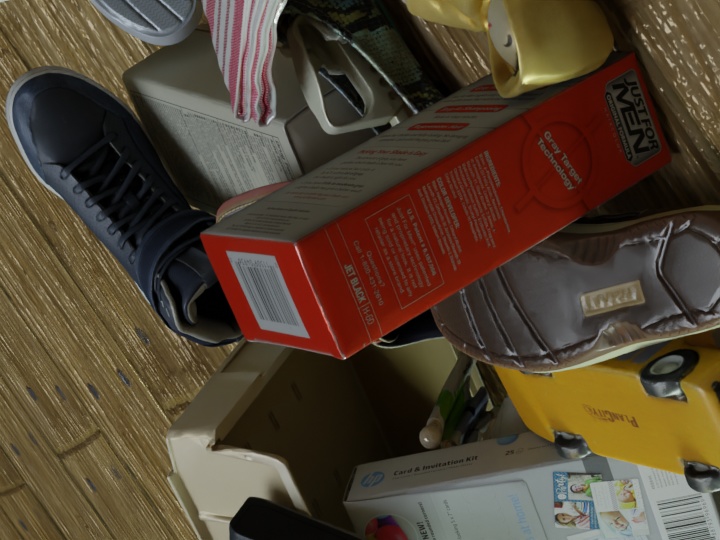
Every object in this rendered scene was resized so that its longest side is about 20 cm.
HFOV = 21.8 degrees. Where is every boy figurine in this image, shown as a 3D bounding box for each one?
[{"bbox_3d":[0.038,-0.157,0.885,0.200,0.064,0.124,51,154,16],"label":"boy figurine"}]

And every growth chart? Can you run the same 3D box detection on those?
[{"bbox_3d":[0.087,0.145,1.146,0.018,0.145,0.200,-16,112,21],"label":"growth chart"}]

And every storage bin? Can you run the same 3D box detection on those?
[{"bbox_3d":[-0.005,0.120,1.142,0.094,0.200,0.199,-4,122,34],"label":"storage bin"}]

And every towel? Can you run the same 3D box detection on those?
[{"bbox_3d":[-0.071,-0.196,1.001,0.146,0.030,0.200,104,153,-58],"label":"towel"}]

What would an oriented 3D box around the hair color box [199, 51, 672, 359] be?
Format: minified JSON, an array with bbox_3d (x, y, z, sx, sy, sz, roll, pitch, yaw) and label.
[{"bbox_3d":[0.036,-0.034,0.873,0.101,0.200,0.061,7,124,60],"label":"hair color box"}]

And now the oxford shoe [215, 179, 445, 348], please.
[{"bbox_3d":[0.000,0.000,1.014,0.200,0.075,0.070,6,154,30],"label":"oxford shoe"}]

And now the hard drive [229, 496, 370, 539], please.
[{"bbox_3d":[-0.009,0.230,1.065,0.139,0.033,0.200,19,132,18],"label":"hard drive"}]

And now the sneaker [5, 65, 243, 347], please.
[{"bbox_3d":[-0.131,-0.037,1.149,0.202,0.077,0.146,52,172,-23],"label":"sneaker"}]

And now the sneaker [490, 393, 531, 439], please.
[{"bbox_3d":[0.145,0.152,1.107,0.099,0.078,0.200,-8,112,40],"label":"sneaker"}]

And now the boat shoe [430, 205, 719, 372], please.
[{"bbox_3d":[0.123,0.007,0.895,0.202,0.075,0.075,-4,98,48],"label":"boat shoe"}]

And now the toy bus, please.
[{"bbox_3d":[0.142,0.055,0.951,0.200,0.078,0.065,6,127,60],"label":"toy bus"}]

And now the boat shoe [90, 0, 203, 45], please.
[{"bbox_3d":[-0.164,-0.219,1.198,0.200,0.072,0.062,51,-179,17],"label":"boat shoe"}]

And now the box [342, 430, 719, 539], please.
[{"bbox_3d":[0.110,0.164,1.047,0.200,0.041,0.156,-14,114,18],"label":"box"}]

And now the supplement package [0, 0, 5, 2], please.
[{"bbox_3d":[-0.182,-0.270,0.972,0.152,0.150,0.200,107,142,-62],"label":"supplement package"}]

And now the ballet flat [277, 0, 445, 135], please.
[{"bbox_3d":[0.016,-0.080,1.023,0.200,0.074,0.074,52,157,5],"label":"ballet flat"}]

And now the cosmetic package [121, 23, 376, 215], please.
[{"bbox_3d":[-0.057,-0.082,1.152,0.200,0.073,0.104,22,141,51],"label":"cosmetic package"}]
